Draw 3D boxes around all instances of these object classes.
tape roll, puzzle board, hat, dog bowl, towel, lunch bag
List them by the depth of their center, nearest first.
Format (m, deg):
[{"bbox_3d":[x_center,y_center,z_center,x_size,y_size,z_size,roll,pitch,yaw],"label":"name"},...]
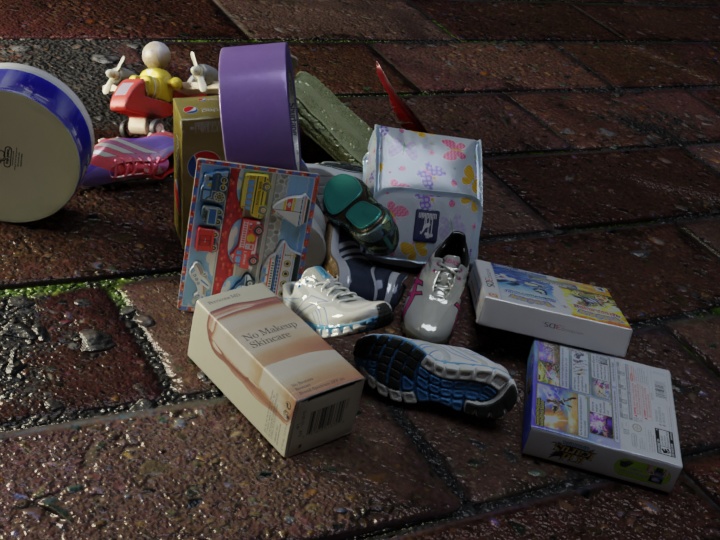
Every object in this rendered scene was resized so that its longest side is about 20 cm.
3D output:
[{"bbox_3d":[-0.139,-0.034,1.414,0.151,0.200,0.017,7,22,-12],"label":"puzzle board"},{"bbox_3d":[-0.125,-0.189,1.466,0.085,0.200,0.200,-5,32,0],"label":"tape roll"},{"bbox_3d":[-0.455,-0.165,1.499,0.200,0.200,0.079,10,33,-6],"label":"dog bowl"},{"bbox_3d":[0.089,-0.098,1.664,0.170,0.127,0.200,8,64,-8],"label":"lunch bag"},{"bbox_3d":[0.121,-0.207,1.811,0.200,0.176,0.166,0,36,-26],"label":"hat"},{"bbox_3d":[-0.041,-0.237,1.866,0.200,0.036,0.148,41,27,-11],"label":"towel"}]

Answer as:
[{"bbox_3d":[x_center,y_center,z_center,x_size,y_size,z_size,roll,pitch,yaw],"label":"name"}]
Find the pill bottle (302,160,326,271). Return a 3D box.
[{"bbox_3d":[-0.110,-0.077,1.578,0.114,0.114,0.200,4,33,-16],"label":"pill bottle"}]

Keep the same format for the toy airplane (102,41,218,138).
[{"bbox_3d":[-0.307,-0.295,1.822,0.200,0.141,0.199,-11,17,-13],"label":"toy airplane"}]

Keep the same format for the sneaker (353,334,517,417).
[{"bbox_3d":[0.089,0.120,1.386,0.200,0.075,0.087,18,17,2],"label":"sneaker"}]

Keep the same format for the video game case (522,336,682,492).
[{"bbox_3d":[0.293,0.172,1.405,0.181,0.045,0.200,16,30,2],"label":"video game case"}]

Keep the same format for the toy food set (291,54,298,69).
[{"bbox_3d":[-0.168,-0.254,1.816,0.060,0.144,0.200,35,32,0],"label":"toy food set"}]

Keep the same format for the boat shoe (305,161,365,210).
[{"bbox_3d":[-0.053,-0.131,1.745,0.200,0.072,0.071,4,23,-36],"label":"boat shoe"}]

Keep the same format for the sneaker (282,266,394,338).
[{"bbox_3d":[-0.039,0.037,1.355,0.075,0.087,0.200,-6,0,-39],"label":"sneaker"}]

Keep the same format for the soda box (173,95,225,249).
[{"bbox_3d":[-0.214,-0.131,1.535,0.064,0.200,0.068,-6,36,-17],"label":"soda box"}]

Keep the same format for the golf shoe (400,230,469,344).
[{"bbox_3d":[0.102,0.023,1.523,0.073,0.092,0.200,16,36,4],"label":"golf shoe"}]

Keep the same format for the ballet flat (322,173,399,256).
[{"bbox_3d":[0.001,-0.070,1.552,0.074,0.074,0.200,3,23,-18],"label":"ballet flat"}]

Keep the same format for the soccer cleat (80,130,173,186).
[{"bbox_3d":[-0.328,-0.158,1.673,0.076,0.067,0.200,36,34,24],"label":"soccer cleat"}]

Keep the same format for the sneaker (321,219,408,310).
[{"bbox_3d":[0.000,0.000,1.545,0.108,0.070,0.200,15,24,-14],"label":"sneaker"}]

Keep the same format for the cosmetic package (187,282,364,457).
[{"bbox_3d":[-0.099,0.109,1.308,0.103,0.087,0.200,-17,43,-39],"label":"cosmetic package"}]

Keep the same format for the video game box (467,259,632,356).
[{"bbox_3d":[0.251,0.048,1.551,0.200,0.047,0.182,12,18,-3],"label":"video game box"}]
